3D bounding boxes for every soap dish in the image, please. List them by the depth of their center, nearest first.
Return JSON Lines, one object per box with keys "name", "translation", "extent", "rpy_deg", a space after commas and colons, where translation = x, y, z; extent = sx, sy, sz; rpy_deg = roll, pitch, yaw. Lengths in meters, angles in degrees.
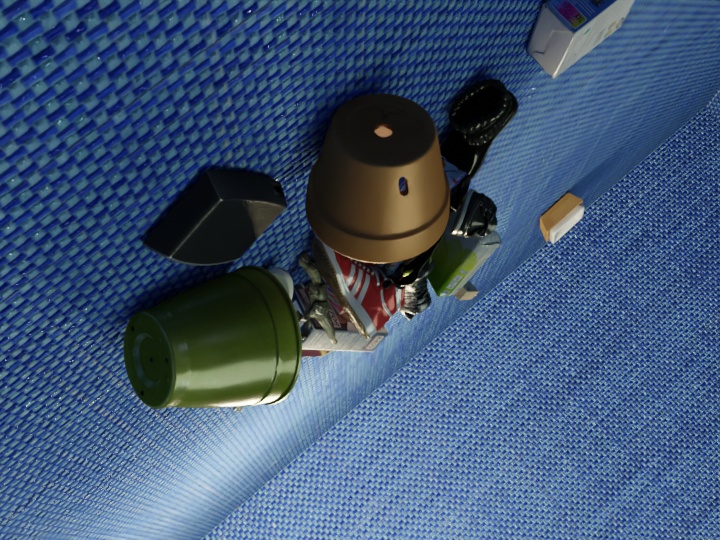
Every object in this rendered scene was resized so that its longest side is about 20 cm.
{"name": "soap dish", "translation": [0.674, -0.177, 3.183], "extent": [0.157, 0.082, 0.200], "rpy_deg": [-42, 167, 3]}

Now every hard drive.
{"name": "hard drive", "translation": [-0.170, -0.061, 1.168], "extent": [0.135, 0.042, 0.199], "rpy_deg": [-45, 167, 15]}

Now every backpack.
{"name": "backpack", "translation": [0.086, -0.105, 1.533], "extent": [0.191, 0.154, 0.200], "rpy_deg": [-49, -178, 41]}

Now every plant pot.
{"name": "plant pot", "translation": [0.025, -0.131, 1.229], "extent": [0.199, 0.200, 0.141], "rpy_deg": [-34, 150, -27]}
{"name": "plant pot", "translation": [-0.215, 0.105, 1.305], "extent": [0.191, 0.202, 0.201], "rpy_deg": [-9, 148, -44]}

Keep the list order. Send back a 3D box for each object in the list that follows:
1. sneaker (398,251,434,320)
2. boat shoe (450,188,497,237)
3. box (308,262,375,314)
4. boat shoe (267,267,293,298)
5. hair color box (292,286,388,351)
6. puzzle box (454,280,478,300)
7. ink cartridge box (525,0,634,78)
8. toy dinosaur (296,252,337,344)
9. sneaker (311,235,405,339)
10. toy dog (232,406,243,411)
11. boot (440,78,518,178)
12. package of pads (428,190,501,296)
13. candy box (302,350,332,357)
{"name": "sneaker", "translation": [0.099, 0.029, 1.670], "extent": [0.073, 0.082, 0.200], "rpy_deg": [-34, 172, -17]}
{"name": "boat shoe", "translation": [0.191, -0.086, 1.531], "extent": [0.076, 0.065, 0.199], "rpy_deg": [-65, 174, 11]}
{"name": "box", "translation": [0.000, 0.000, 1.739], "extent": [0.095, 0.103, 0.199], "rpy_deg": [-45, 168, 21]}
{"name": "boat shoe", "translation": [-0.148, 0.048, 1.566], "extent": [0.072, 0.069, 0.202], "rpy_deg": [-59, 178, -41]}
{"name": "hair color box", "translation": [-0.049, 0.092, 1.759], "extent": [0.198, 0.101, 0.061], "rpy_deg": [8, 134, -46]}
{"name": "puzzle box", "translation": [0.154, -0.023, 1.893], "extent": [0.025, 0.201, 0.133], "rpy_deg": [-43, 168, 12]}
{"name": "ink cartridge box", "translation": [0.371, -0.419, 1.519], "extent": [0.199, 0.077, 0.137], "rpy_deg": [-37, 167, -15]}
{"name": "toy dinosaur", "translation": [-0.080, 0.072, 1.611], "extent": [0.088, 0.047, 0.203], "rpy_deg": [-41, 133, -34]}
{"name": "sneaker", "translation": [0.003, 0.003, 1.576], "extent": [0.112, 0.202, 0.071], "rpy_deg": [-36, -156, -14]}
{"name": "toy dog", "translation": [-0.206, 0.110, 1.495], "extent": [0.132, 0.095, 0.203], "rpy_deg": [-106, -144, -68]}
{"name": "boot", "translation": [0.178, -0.223, 1.570], "extent": [0.213, 0.079, 0.158], "rpy_deg": [-57, 170, 16]}
{"name": "package of pads", "translation": [0.154, -0.079, 1.709], "extent": [0.067, 0.202, 0.155], "rpy_deg": [-3, 144, -42]}
{"name": "candy box", "translation": [-0.069, 0.120, 1.908], "extent": [0.114, 0.057, 0.199], "rpy_deg": [-6, -170, 36]}
